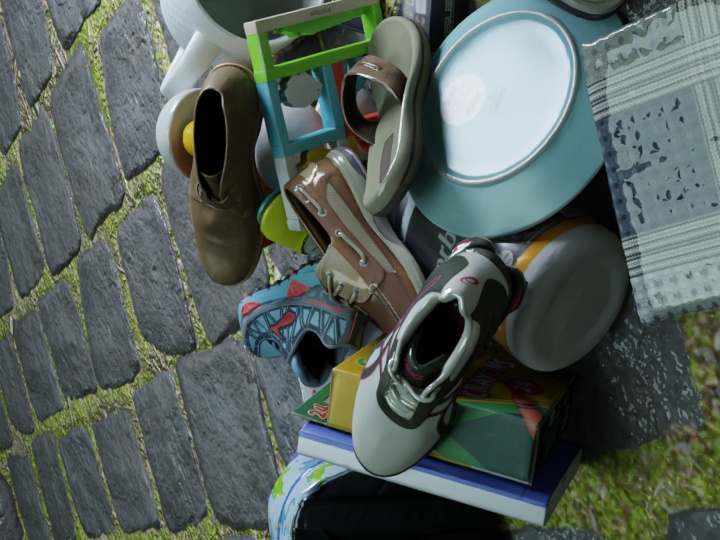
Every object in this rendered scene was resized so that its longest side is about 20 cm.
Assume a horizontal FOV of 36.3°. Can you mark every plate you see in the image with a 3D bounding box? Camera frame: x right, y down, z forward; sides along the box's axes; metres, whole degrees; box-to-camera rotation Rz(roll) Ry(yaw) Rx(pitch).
[{"bbox_3d":[0.103,-0.122,0.795,0.198,0.025,0.204,-18,61,35],"label":"plate"}]

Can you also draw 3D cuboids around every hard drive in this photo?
[{"bbox_3d":[0.066,0.141,0.870,0.196,0.132,0.026,13,104,21],"label":"hard drive"}]

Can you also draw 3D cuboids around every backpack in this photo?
[{"bbox_3d":[0.015,0.222,0.997,0.153,0.197,0.167,20,119,54],"label":"backpack"}]

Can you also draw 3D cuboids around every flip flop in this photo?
[{"bbox_3d":[0.012,-0.127,0.843,0.081,0.057,0.203,124,158,-48],"label":"flip flop"}]

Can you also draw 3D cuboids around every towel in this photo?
[{"bbox_3d":[0.238,-0.077,0.663,0.198,0.034,0.197,-15,87,43],"label":"towel"}]

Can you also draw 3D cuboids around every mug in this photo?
[{"bbox_3d":[-0.139,-0.255,1.084,0.202,0.146,0.175,-62,19,-13],"label":"mug"}]

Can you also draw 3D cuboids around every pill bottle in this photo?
[{"bbox_3d":[0.102,-0.020,0.849,0.199,0.115,0.118,39,132,44],"label":"pill bottle"}]

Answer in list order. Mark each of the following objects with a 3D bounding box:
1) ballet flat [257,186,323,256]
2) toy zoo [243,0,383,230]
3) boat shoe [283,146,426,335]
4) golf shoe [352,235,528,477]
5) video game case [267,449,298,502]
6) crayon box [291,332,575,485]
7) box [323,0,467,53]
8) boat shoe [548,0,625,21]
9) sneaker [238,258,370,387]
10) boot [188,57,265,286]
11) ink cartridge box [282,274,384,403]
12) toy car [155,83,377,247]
[{"bbox_3d":[-0.021,-0.039,0.991,0.067,0.199,0.067,40,103,18],"label":"ballet flat"},{"bbox_3d":[-0.019,-0.120,0.922,0.020,0.130,0.204,8,115,53],"label":"toy zoo"},{"bbox_3d":[0.000,0.000,0.852,0.076,0.071,0.202,92,153,-62],"label":"boat shoe"},{"bbox_3d":[0.036,0.068,0.753,0.077,0.088,0.202,33,118,13],"label":"golf shoe"},{"bbox_3d":[-0.023,0.285,1.225,0.183,0.045,0.201,59,144,24],"label":"video game case"},{"bbox_3d":[0.059,0.098,0.868,0.196,0.127,0.052,12,107,20],"label":"crayon box"},{"bbox_3d":[0.028,-0.300,0.926,0.160,0.048,0.204,29,126,46],"label":"box"},{"bbox_3d":[0.127,-0.239,0.795,0.201,0.072,0.063,54,171,30],"label":"boat shoe"},{"bbox_3d":[-0.057,0.059,0.983,0.199,0.078,0.097,-33,51,56],"label":"sneaker"},{"bbox_3d":[-0.119,-0.069,0.915,0.072,0.076,0.203,10,119,10],"label":"boot"},{"bbox_3d":[0.013,0.064,1.050,0.199,0.084,0.149,-8,95,56],"label":"ink cartridge box"},{"bbox_3d":[-0.083,-0.100,1.039,0.173,0.199,0.153,10,113,34],"label":"toy car"}]
